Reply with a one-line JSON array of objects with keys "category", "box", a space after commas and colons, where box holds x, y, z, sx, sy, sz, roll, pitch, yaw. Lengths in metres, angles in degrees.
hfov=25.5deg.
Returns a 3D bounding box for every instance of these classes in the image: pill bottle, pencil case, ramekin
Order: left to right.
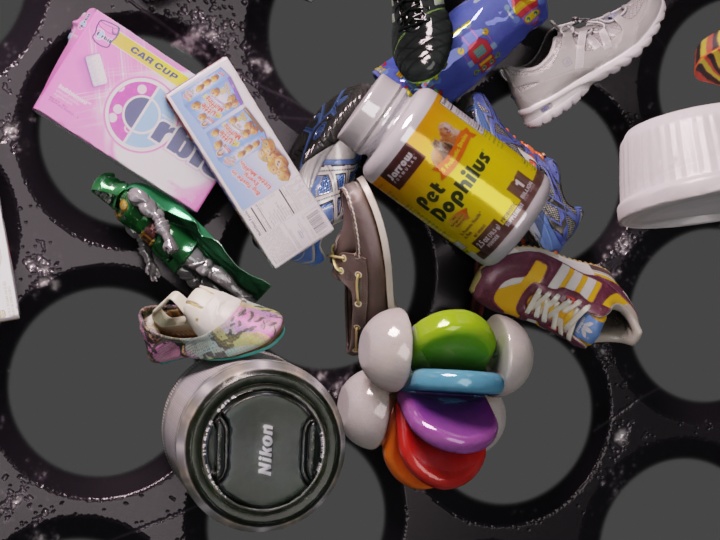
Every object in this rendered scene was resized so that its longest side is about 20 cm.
[{"category": "pill bottle", "box": [0.079, -0.102, 1.549, 0.200, 0.109, 0.109, 36, 84, -5]}, {"category": "pencil case", "box": [0.103, -0.233, 1.637, 0.200, 0.087, 0.078, -41, 126, -7]}, {"category": "ramekin", "box": [0.360, -0.109, 1.649, 0.201, 0.202, 0.095, -6, 81, -13]}]

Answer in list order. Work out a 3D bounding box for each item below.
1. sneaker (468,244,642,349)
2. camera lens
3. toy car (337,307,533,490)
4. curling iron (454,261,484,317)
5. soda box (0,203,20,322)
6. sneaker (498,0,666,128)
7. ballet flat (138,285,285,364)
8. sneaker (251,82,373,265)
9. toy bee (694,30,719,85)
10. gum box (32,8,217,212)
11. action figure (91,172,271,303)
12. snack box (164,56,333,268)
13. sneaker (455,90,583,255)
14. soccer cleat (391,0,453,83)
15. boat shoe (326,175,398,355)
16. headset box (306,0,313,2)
[{"category": "sneaker", "box": [0.206, 0.032, 1.633, 0.199, 0.090, 0.075, 6, 125, -33]}, {"category": "camera lens", "box": [-0.108, 0.159, 1.541, 0.159, 0.200, 0.161, -1, 93, -14]}, {"category": "toy car", "box": [0.080, 0.136, 1.585, 0.174, 0.150, 0.201, 6, 130, -18]}, {"category": "curling iron", "box": [0.126, -0.003, 1.643, 0.025, 0.050, 0.201, 26, 112, 25]}, {"category": "soda box", "box": [-0.379, -0.046, 1.539, 0.068, 0.064, 0.201, -10, 95, -12]}, {"category": "sneaker", "box": [0.235, -0.238, 1.669, 0.200, 0.075, 0.082, -40, 102, -8]}, {"category": "ballet flat", "box": [-0.155, 0.050, 1.532, 0.069, 0.200, 0.071, -46, 113, -34]}, {"category": "sneaker", "box": [-0.033, -0.098, 1.620, 0.077, 0.076, 0.200, 29, 95, -19]}, {"category": "toy bee", "box": [0.467, -0.225, 1.708, 0.199, 0.109, 0.131, 5, 47, -21]}, {"category": "gum box", "box": [-0.218, -0.158, 1.570, 0.200, 0.066, 0.114, 33, 86, -13]}, {"category": "action figure", "box": [-0.186, -0.024, 1.573, 0.200, 0.118, 0.055, 42, 56, -2]}, {"category": "snack box", "box": [-0.108, -0.105, 1.552, 0.072, 0.024, 0.200, -33, 102, -7]}, {"category": "sneaker", "box": [0.164, -0.105, 1.668, 0.078, 0.075, 0.200, -38, 108, -18]}, {"category": "soccer cleat", "box": [0.052, -0.274, 1.582, 0.067, 0.201, 0.081, -16, 142, 23]}, {"category": "boat shoe", "box": [0.000, 0.000, 1.602, 0.059, 0.072, 0.201, -14, 124, -5]}, {"category": "headset box", "box": [-0.044, -0.373, 1.598, 0.148, 0.075, 0.201, 16, 89, -13]}]
